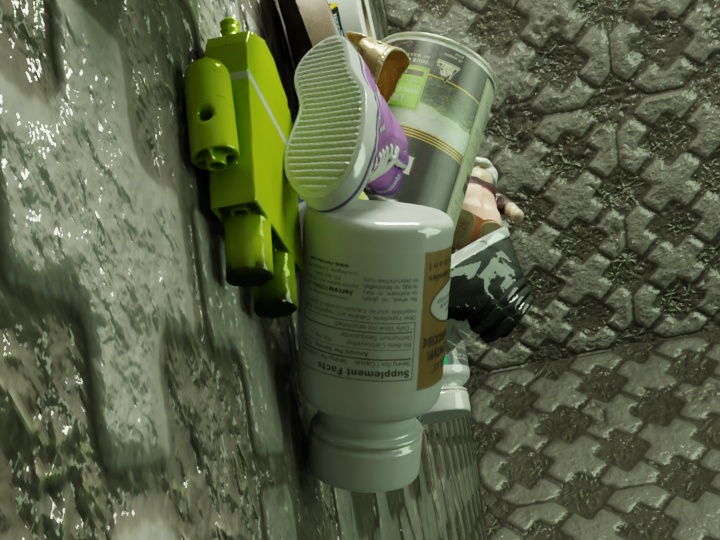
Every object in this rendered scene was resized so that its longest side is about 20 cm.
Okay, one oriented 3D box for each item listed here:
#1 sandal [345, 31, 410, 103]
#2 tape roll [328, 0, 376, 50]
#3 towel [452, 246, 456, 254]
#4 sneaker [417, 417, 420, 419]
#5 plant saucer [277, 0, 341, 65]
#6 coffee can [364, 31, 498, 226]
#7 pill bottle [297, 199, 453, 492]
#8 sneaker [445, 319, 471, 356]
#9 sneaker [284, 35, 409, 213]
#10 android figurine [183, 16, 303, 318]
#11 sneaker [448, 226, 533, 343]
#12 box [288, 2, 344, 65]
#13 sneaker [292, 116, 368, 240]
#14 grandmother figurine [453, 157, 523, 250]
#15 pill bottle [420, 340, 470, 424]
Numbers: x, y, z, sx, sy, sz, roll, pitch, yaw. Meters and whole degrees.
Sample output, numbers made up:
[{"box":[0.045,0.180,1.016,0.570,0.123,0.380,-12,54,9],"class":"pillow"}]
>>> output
[{"box":[0.022,-0.189,0.981,0.078,0.069,0.214,76,-7,-54],"class":"sandal"},{"box":[-0.021,-0.322,1.331,0.202,0.069,0.207,-12,90,-83],"class":"tape roll"},{"box":[0.086,-0.011,1.169,0.018,0.085,0.200,58,19,-4],"class":"towel"},{"box":[0.047,0.104,1.208,0.116,0.074,0.202,-94,170,-45],"class":"sneaker"},{"box":[-0.041,-0.215,0.969,0.200,0.034,0.203,158,-89,-85],"class":"plant saucer"},{"box":[0.054,-0.128,1.056,0.147,0.144,0.203,62,44,-65],"class":"coffee can"},{"box":[0.009,0.055,0.742,0.114,0.112,0.204,-67,161,-77],"class":"pill bottle"},{"box":[0.082,0.046,1.126,0.077,0.198,0.081,55,8,-33],"class":"sneaker"},{"box":[0.004,-0.087,0.737,0.115,0.072,0.202,52,24,-32],"class":"sneaker"},{"box":[-0.075,-0.076,0.674,0.182,0.040,0.204,60,21,-68],"class":"android figurine"},{"box":[0.104,0.037,0.999,0.100,0.198,0.071,59,-33,4],"class":"sneaker"},{"box":[-0.033,-0.205,1.158,0.160,0.048,0.204,-83,160,-73],"class":"box"},{"box":[-0.043,-0.086,0.870,0.200,0.075,0.107,-98,165,-83],"class":"sneaker"},{"box":[0.134,-0.083,1.169,0.061,0.120,0.201,-58,-175,26],"class":"grandmother figurine"},{"box":[0.103,0.120,1.472,0.113,0.111,0.204,58,21,-70],"class":"pill bottle"}]
